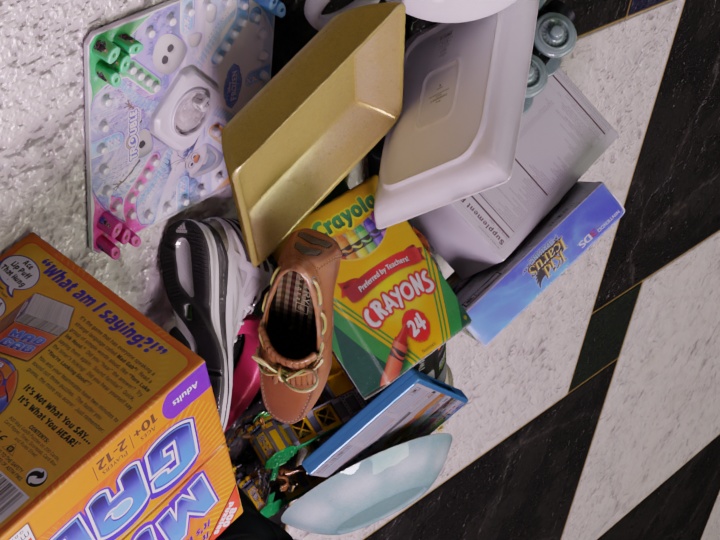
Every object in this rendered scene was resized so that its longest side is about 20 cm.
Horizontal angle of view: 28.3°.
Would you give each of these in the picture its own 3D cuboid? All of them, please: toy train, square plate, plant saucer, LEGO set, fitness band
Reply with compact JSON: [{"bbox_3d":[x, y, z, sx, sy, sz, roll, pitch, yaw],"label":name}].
[{"bbox_3d":[0.127,-0.201,1.398,0.201,0.114,0.085,-54,179,-14],"label":"toy train"},{"bbox_3d":[0.077,-0.150,1.259,0.028,0.199,0.200,21,69,-29],"label":"square plate"},{"bbox_3d":[-0.045,-0.120,1.186,0.200,0.048,0.200,-47,166,-15],"label":"plant saucer"},{"bbox_3d":[-0.077,0.152,1.452,0.153,0.116,0.201,-28,156,-15],"label":"LEGO set"},{"bbox_3d":[-0.162,0.120,1.342,0.200,0.037,0.144,-46,151,-20],"label":"fitness band"},{"bbox_3d":[0.015,0.233,1.485,0.199,0.039,0.201,-24,161,-9],"label":"plant saucer"}]

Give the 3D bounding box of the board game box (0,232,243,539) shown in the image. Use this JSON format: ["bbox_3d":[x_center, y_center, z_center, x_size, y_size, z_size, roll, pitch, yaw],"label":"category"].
[{"bbox_3d":[-0.237,0.140,1.072,0.200,0.199,0.201,-41,147,-26],"label":"board game box"}]

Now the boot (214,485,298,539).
[{"bbox_3d":[-0.145,0.216,1.248,0.077,0.168,0.200,-54,156,6],"label":"boot"}]

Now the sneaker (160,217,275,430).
[{"bbox_3d":[-0.114,0.051,1.261,0.115,0.075,0.203,-12,105,-53],"label":"sneaker"}]

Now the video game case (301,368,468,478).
[{"bbox_3d":[0.029,0.161,1.444,0.143,0.018,0.200,-42,160,6],"label":"video game case"}]

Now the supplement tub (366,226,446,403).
[{"bbox_3d":[0.028,0.051,1.475,0.122,0.122,0.201,-41,147,-28],"label":"supplement tub"}]

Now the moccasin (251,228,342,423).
[{"bbox_3d":[-0.058,0.061,1.254,0.078,0.073,0.203,-57,169,-48],"label":"moccasin"}]

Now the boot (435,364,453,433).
[{"bbox_3d":[0.055,0.162,1.645,0.155,0.071,0.201,73,36,-57],"label":"boot"}]

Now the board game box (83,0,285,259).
[{"bbox_3d":[-0.137,-0.127,1.153,0.199,0.026,0.202,-32,142,-39],"label":"board game box"}]

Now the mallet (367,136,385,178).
[{"bbox_3d":[0.076,-0.139,1.461,0.200,0.041,0.066,-40,145,-36],"label":"mallet"}]

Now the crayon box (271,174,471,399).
[{"bbox_3d":[0.000,0.000,1.318,0.127,0.201,0.051,-33,178,-38],"label":"crayon box"}]

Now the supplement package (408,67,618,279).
[{"bbox_3d":[0.152,-0.105,1.491,0.200,0.114,0.109,-45,-175,-21],"label":"supplement package"}]

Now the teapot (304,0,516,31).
[{"bbox_3d":[0.070,-0.281,1.189,0.146,0.198,0.200,100,4,-71],"label":"teapot"}]

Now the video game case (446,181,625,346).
[{"bbox_3d":[0.170,-0.013,1.503,0.200,0.046,0.181,-43,-170,-2],"label":"video game case"}]
